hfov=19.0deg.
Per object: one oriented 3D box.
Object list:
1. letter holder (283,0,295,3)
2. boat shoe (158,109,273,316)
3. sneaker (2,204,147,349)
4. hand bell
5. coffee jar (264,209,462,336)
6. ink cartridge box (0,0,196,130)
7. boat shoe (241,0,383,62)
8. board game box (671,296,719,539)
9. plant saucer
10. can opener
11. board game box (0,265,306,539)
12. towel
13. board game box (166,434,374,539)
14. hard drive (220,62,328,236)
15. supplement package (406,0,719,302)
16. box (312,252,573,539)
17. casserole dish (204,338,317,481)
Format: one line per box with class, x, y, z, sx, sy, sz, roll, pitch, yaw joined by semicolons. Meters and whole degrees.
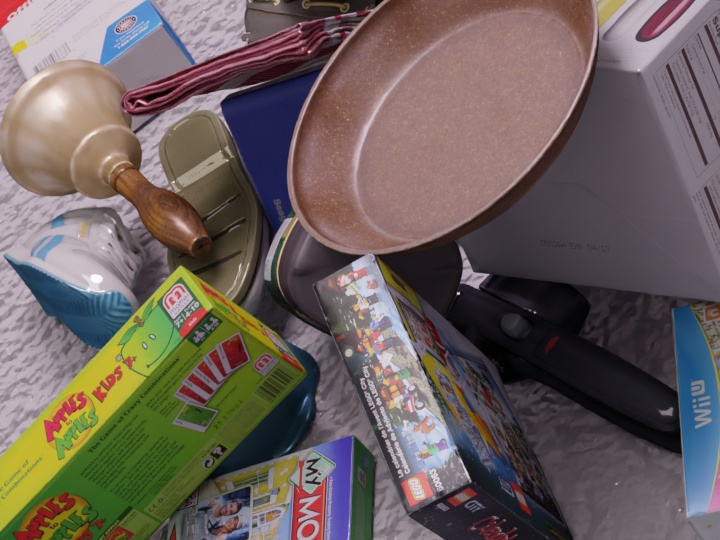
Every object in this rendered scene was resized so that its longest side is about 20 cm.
letter holder;0.019;-0.288;1.514;0.199;0.143;0.101;-16;17;-4
boat shoe;-0.090;-0.028;1.477;0.075;0.068;0.200;-26;41;14
sneaker;-0.189;-0.004;1.498;0.081;0.077;0.200;-38;23;-11
hand bell;-0.156;-0.059;1.457;0.104;0.104;0.200;-45;42;-6
coffee jar;0.000;0.000;1.290;0.086;0.104;0.200;-63;5;-2
ink cartridge box;-0.216;-0.188;1.719;0.116;0.067;0.200;-36;41;3
boat shoe;-0.004;-0.182;1.544;0.201;0.072;0.061;-1;96;38
board game box;0.271;0.064;1.134;0.200;0.064;0.148;-19;44;23
plant saucer;0.050;-0.085;1.147;0.200;0.037;0.201;-25;44;27
can opener;0.120;0.051;1.255;0.200;0.063;0.079;33;90;47
board game box;-0.138;0.102;1.321;0.200;0.102;0.048;-46;46;5
towel;-0.048;-0.139;1.413;0.144;0.023;0.200;-17;3;29
board game box;-0.058;0.202;1.280;0.134;0.029;0.200;-20;44;23
hard drive;0.021;-0.079;1.400;0.199;0.132;0.025;-15;19;26
supplement package;0.139;-0.083;1.234;0.200;0.156;0.111;7;41;46
box;0.050;0.086;1.146;0.038;0.200;0.137;-28;62;11
casserole dish;-0.118;0.083;1.425;0.200;0.039;0.121;7;58;41
